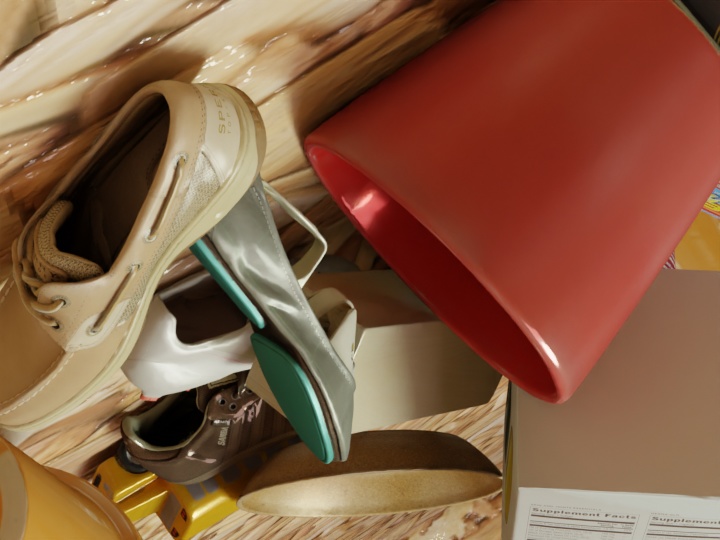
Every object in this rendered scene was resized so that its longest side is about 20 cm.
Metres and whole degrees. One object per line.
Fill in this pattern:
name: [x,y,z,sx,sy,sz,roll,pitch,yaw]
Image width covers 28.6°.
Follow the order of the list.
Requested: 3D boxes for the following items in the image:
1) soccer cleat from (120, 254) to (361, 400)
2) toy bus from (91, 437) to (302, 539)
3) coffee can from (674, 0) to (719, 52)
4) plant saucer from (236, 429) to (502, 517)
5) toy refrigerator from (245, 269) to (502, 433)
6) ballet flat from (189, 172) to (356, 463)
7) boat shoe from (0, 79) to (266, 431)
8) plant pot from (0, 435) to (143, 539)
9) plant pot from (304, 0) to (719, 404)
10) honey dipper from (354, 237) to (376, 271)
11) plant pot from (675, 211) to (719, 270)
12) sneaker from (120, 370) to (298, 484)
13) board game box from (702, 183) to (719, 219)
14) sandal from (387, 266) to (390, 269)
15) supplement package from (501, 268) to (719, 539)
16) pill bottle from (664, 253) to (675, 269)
soccer cleat: [-0.060,0.025,0.867,0.199,0.070,0.078,-19,155,-43]
toy bus: [-0.107,0.142,1.084,0.199,0.079,0.065,-27,163,-32]
coffee can: [0.262,-0.158,0.778,0.146,0.201,0.147,-34,165,-10]
plant saucer: [0.007,0.148,1.032,0.198,0.036,0.200,-4,162,-1]
toy refrigerator: [0.021,0.045,0.888,0.199,0.070,0.076,-4,122,-54]
ballet flat: [-0.034,0.018,0.735,0.064,0.067,0.201,-38,125,-15]
boat shoe: [-0.125,-0.007,0.627,0.200,0.071,0.064,-51,155,19]
plant pot: [-0.216,0.175,0.763,0.199,0.200,0.184,-32,149,-15]
plant pot: [0.098,-0.058,0.762,0.177,0.200,0.201,-43,166,-7]
honey dipper: [0.000,0.000,0.985,0.038,0.038,0.200,-30,162,-24]
plant pot: [0.320,0.011,1.424,0.199,0.184,0.200,-34,165,-10]
sneaker: [-0.075,0.083,0.977,0.199,0.071,0.075,-36,145,11]
board game box: [0.283,-0.070,0.947,0.196,0.199,0.056,165,-51,-80]
sandal: [0.036,0.021,1.057,0.200,0.045,0.076,111,-1,-60]
supplement package: [0.166,0.114,0.890,0.149,0.153,0.201,3,147,4]
pill bottle: [0.177,0.005,1.048,0.112,0.201,0.113,3,147,2]
